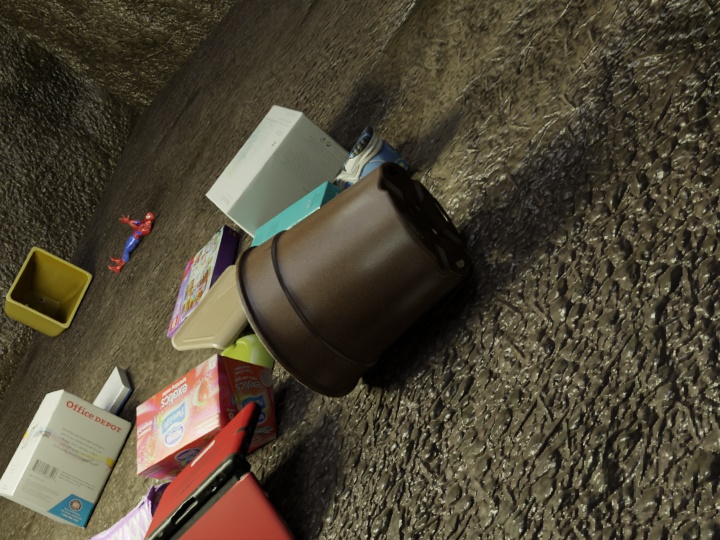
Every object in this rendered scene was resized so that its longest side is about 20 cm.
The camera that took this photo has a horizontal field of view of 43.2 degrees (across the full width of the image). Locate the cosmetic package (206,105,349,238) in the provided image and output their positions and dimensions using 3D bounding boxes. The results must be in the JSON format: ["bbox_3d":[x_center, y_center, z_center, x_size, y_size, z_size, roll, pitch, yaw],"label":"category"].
[{"bbox_3d":[-0.138,-0.152,1.497,0.201,0.122,0.199,-54,23,-1],"label":"cosmetic package"}]

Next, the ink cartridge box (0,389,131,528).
[{"bbox_3d":[-0.541,0.342,1.661,0.144,0.146,0.202,-17,45,56],"label":"ink cartridge box"}]

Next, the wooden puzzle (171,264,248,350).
[{"bbox_3d":[-0.209,0.059,1.481,0.199,0.037,0.186,-6,44,56],"label":"wooden puzzle"}]

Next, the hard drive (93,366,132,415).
[{"bbox_3d":[-0.531,0.303,1.842,0.202,0.025,0.132,-58,24,-1],"label":"hard drive"}]

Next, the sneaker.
[{"bbox_3d":[0.008,-0.129,1.272,0.076,0.076,0.200,-59,5,-13],"label":"sneaker"}]

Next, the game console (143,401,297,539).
[{"bbox_3d":[-0.154,0.286,1.057,0.200,0.118,0.173,-45,14,24],"label":"game console"}]

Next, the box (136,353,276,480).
[{"bbox_3d":[-0.208,0.201,1.208,0.199,0.095,0.101,-33,53,36],"label":"box"}]

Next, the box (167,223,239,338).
[{"bbox_3d":[-0.292,0.024,1.702,0.137,0.039,0.202,-40,29,33],"label":"box"}]

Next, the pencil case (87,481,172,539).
[{"bbox_3d":[-0.303,0.363,1.249,0.200,0.085,0.085,-43,28,32],"label":"pencil case"}]

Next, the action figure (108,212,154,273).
[{"bbox_3d":[-0.633,-0.096,2.454,0.200,0.099,0.066,-45,27,20],"label":"action figure"}]

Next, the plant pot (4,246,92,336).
[{"bbox_3d":[-0.958,0.087,2.757,0.200,0.194,0.196,-41,27,52],"label":"plant pot"}]

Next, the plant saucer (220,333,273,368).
[{"bbox_3d":[-0.197,0.176,1.341,0.200,0.031,0.201,-44,26,28],"label":"plant saucer"}]

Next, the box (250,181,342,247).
[{"bbox_3d":[-0.078,-0.054,1.329,0.199,0.082,0.050,-29,36,49],"label":"box"}]

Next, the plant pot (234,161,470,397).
[{"bbox_3d":[0.000,0.000,0.992,0.198,0.200,0.201,-38,29,22],"label":"plant pot"}]
